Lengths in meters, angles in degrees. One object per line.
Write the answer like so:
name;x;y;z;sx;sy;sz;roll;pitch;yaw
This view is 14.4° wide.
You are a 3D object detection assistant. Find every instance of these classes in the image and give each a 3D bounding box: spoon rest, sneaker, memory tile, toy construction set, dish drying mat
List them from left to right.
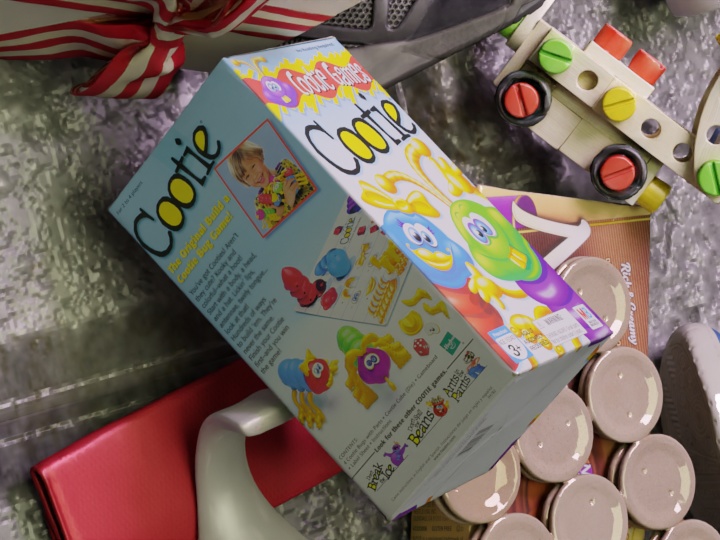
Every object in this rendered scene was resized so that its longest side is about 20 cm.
dish drying mat;-0.068;0.088;1.387;0.200;0.018;0.077;-27;103;-34
spoon rest;-0.043;0.146;1.370;0.099;0.061;0.200;-23;119;-32
sneaker;0.025;-0.159;1.412;0.199;0.076;0.114;-25;97;-4
memory tile;0.103;0.105;1.434;0.153;0.017;0.200;-27;101;-32
toy construction set;0.145;-0.109;1.472;0.200;0.092;0.131;40;99;14
sneaker;0.238;0.112;1.513;0.111;0.077;0.200;-9;59;-20

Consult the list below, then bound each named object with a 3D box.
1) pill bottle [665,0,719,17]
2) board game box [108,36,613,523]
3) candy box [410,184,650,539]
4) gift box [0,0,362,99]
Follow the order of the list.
pill bottle;0.170;-0.244;1.518;0.114;0.114;0.200;-31;103;-32
board game box;0.000;0.000;1.320;0.200;0.105;0.103;47;29;14
candy box;0.089;0.061;1.471;0.117;0.056;0.200;7;83;-33
gift box;-0.107;-0.184;1.297;0.200;0.185;0.187;3;75;-30
